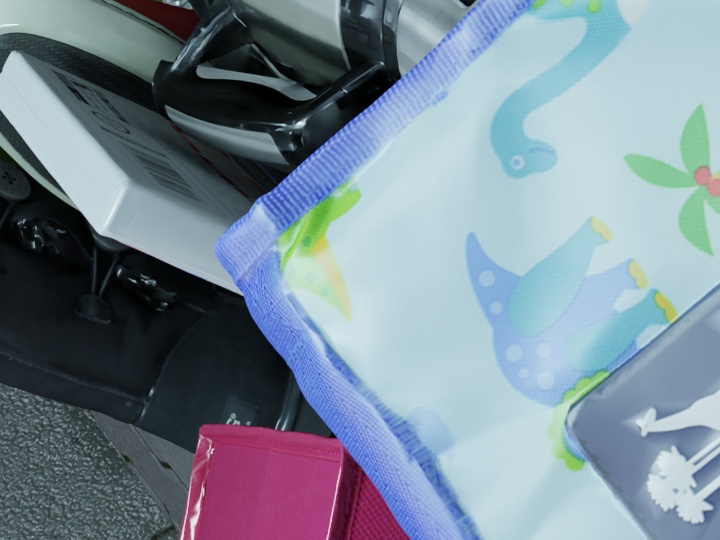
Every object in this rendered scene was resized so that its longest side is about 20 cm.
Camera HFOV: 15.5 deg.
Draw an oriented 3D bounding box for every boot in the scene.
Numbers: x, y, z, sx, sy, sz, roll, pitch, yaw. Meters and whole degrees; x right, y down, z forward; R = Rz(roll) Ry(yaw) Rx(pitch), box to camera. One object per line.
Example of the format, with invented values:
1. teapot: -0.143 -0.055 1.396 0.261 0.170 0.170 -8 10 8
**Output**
1. boot: -0.105 -0.015 0.882 0.199 0.066 0.165 21 -155 -14
2. boot: -0.037 -0.079 0.862 0.200 0.145 0.072 26 142 -29

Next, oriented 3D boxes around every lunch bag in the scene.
1. lunch bag: 0.099 0.007 0.476 0.170 0.200 0.128 54 169 15

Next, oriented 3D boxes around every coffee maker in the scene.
1. coffee maker: 0.059 -0.053 0.723 0.192 0.135 0.200 24 -170 -35

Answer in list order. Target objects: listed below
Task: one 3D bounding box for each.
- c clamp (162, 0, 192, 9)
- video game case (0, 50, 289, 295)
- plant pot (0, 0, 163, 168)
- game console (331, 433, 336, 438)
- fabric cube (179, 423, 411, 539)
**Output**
1. c clamp: -0.061 -0.122 0.923 0.027 0.171 0.200 -22 111 42
2. video game case: 0.000 0.000 0.745 0.199 0.018 0.143 24 -172 -24
3. plant pot: -0.111 -0.101 1.039 0.200 0.199 0.191 80 -171 -64
4. game console: 0.036 0.048 0.981 0.116 0.201 0.176 21 149 -12
5. fabric cube: 0.050 0.156 0.721 0.196 0.199 0.201 176 104 -76
